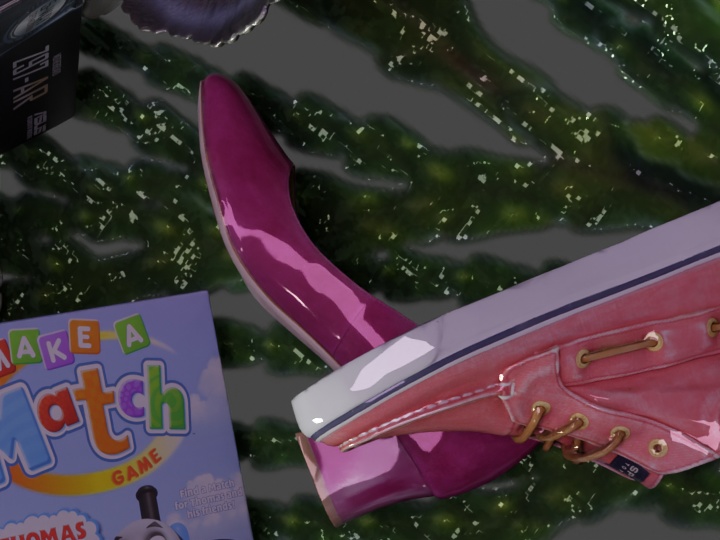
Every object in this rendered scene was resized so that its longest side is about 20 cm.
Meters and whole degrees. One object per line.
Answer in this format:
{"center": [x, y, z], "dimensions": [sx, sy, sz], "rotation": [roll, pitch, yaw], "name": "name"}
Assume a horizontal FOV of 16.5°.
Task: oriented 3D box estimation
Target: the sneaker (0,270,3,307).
{"center": [-0.240, -0.046, 1.095], "dimensions": [0.078, 0.090, 0.200], "rotation": [-45, 75, 17], "name": "sneaker"}

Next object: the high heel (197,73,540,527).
{"center": [0.000, 0.000, 1.020], "dimensions": [0.096, 0.067, 0.200], "rotation": [-21, 75, 2], "name": "high heel"}

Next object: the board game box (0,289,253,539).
{"center": [-0.114, 0.117, 1.020], "dimensions": [0.037, 0.151, 0.200], "rotation": [-15, 85, 53], "name": "board game box"}

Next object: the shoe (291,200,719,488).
{"center": [0.080, 0.048, 0.953], "dimensions": [0.200, 0.071, 0.091], "rotation": [-23, 85, -5], "name": "shoe"}

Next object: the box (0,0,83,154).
{"center": [-0.186, -0.163, 1.034], "dimensions": [0.044, 0.160, 0.200], "rotation": [-30, 78, -16], "name": "box"}

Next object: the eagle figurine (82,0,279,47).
{"center": [-0.049, -0.160, 0.979], "dimensions": [0.200, 0.151, 0.152], "rotation": [22, 89, 27], "name": "eagle figurine"}
